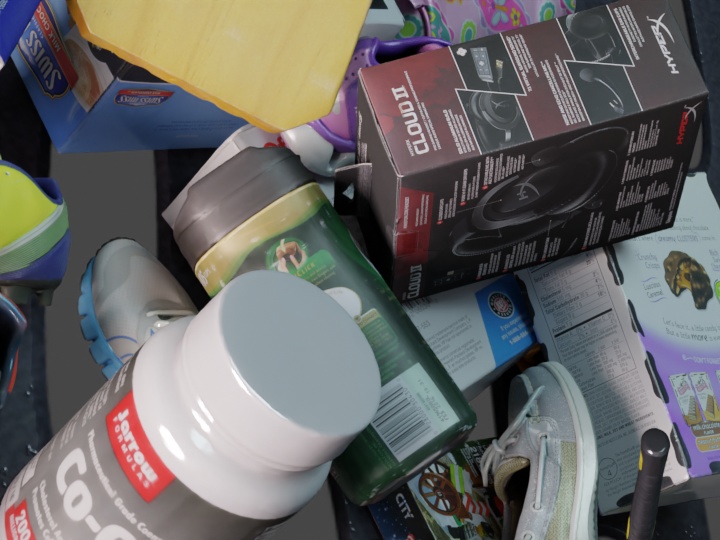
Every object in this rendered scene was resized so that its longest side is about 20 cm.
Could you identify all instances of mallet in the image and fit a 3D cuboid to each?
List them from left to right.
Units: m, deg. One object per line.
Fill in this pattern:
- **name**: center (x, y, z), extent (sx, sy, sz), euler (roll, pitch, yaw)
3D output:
- **mallet**: center (0.151, 0.151, 1.404), extent (0.041, 0.201, 0.066), euler (4, 39, 0)

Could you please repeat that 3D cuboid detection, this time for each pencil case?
- **pencil case**: center (0.069, -0.180, 1.769), extent (0.200, 0.087, 0.088), euler (-19, 70, -51)

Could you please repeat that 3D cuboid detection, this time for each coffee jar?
- **coffee jar**: center (-0.023, 0.028, 1.403), extent (0.200, 0.085, 0.104), euler (56, -5, 6)

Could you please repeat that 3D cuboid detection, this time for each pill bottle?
- **pill bottle**: center (-0.086, 0.094, 1.270), extent (0.114, 0.200, 0.114), euler (25, 41, -25)

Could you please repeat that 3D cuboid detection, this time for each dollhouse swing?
- **dollhouse swing**: center (-0.087, -0.192, 1.451), extent (0.199, 0.176, 0.182), euler (25, 0, -23)

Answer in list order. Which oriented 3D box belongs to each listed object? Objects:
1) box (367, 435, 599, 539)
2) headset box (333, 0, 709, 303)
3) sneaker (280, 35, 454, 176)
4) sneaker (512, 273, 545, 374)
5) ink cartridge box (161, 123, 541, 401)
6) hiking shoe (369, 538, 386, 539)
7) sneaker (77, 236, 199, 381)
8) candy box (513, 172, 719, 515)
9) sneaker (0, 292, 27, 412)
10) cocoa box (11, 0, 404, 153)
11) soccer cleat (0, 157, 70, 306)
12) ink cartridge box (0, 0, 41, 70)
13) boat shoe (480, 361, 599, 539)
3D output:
- **box**: center (0.096, 0.193, 1.489), extent (0.136, 0.038, 0.201), euler (-5, 60, -46)
- **headset box**: center (0.082, -0.064, 1.427), extent (0.199, 0.149, 0.077), euler (-15, 62, -9)
- **sneaker**: center (0.043, -0.098, 1.525), extent (0.200, 0.088, 0.081), euler (6, 50, -45)
- **sneaker**: center (0.118, 0.022, 1.638), extent (0.077, 0.078, 0.200), euler (-20, 72, -45)
- **ink cartridge box**: center (0.000, 0.000, 1.534), extent (0.200, 0.086, 0.146), euler (51, 37, 8)
- **hiking shoe**: center (0.041, 0.177, 1.356), extent (0.199, 0.076, 0.101), euler (-16, 57, -9)
- **sneaker**: center (-0.087, 0.057, 1.400), extent (0.075, 0.087, 0.201), euler (-4, 58, -43)
- **candy box**: center (0.183, 0.040, 1.574), extent (0.167, 0.071, 0.201), euler (0, 67, -54)
- **sneaker**: center (-0.225, 0.076, 1.249), extent (0.075, 0.085, 0.200), euler (38, 38, -10)
- **cocoa box**: center (-0.103, -0.161, 1.545), extent (0.199, 0.131, 0.134), euler (-5, 59, -45)
- **soccer cleat**: center (-0.213, -0.029, 1.319), extent (0.200, 0.064, 0.084), euler (16, 77, -68)
- **ink cartridge box**: center (-0.213, -0.107, 1.334), extent (0.039, 0.200, 0.100), euler (32, 40, -12)
- **boat shoe**: center (0.097, 0.138, 1.451), extent (0.064, 0.075, 0.203), euler (7, 55, -10)
